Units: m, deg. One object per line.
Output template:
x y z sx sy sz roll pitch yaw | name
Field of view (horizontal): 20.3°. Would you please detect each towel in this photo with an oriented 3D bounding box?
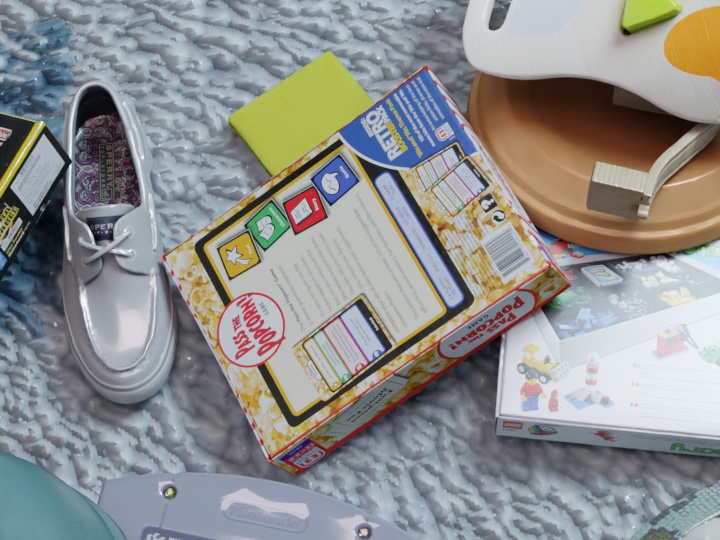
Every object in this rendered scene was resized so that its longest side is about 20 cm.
0.006 -0.045 1.250 0.086 0.018 0.200 -33 66 -15 | towel

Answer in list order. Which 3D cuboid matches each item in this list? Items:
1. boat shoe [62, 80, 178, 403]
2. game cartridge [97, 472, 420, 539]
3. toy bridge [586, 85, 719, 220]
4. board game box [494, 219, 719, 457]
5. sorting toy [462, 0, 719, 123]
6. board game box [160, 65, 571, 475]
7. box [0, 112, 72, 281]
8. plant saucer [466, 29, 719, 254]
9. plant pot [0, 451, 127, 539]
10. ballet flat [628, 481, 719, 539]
-0.150 -0.022 1.224 0.071 0.069 0.202 -4 66 4 | boat shoe
-0.063 0.186 1.143 0.198 0.041 0.134 11 71 10 | game cartridge
0.183 -0.105 1.185 0.067 0.027 0.201 12 53 8 | toy bridge
0.181 0.041 1.176 0.198 0.035 0.127 6 67 4 | board game box
0.146 -0.181 1.181 0.178 0.107 0.201 -11 50 15 | sorting toy
0.000 0.000 1.181 0.199 0.046 0.152 -34 66 9 | board game box
-0.295 -0.033 1.223 0.199 0.049 0.161 15 67 31 | box
0.164 -0.100 1.221 0.198 0.038 0.202 0 54 0 | plant saucer
-0.228 0.173 1.060 0.198 0.135 0.202 -8 56 13 | plant pot
0.226 0.145 1.100 0.199 0.071 0.070 -26 108 -1 | ballet flat
